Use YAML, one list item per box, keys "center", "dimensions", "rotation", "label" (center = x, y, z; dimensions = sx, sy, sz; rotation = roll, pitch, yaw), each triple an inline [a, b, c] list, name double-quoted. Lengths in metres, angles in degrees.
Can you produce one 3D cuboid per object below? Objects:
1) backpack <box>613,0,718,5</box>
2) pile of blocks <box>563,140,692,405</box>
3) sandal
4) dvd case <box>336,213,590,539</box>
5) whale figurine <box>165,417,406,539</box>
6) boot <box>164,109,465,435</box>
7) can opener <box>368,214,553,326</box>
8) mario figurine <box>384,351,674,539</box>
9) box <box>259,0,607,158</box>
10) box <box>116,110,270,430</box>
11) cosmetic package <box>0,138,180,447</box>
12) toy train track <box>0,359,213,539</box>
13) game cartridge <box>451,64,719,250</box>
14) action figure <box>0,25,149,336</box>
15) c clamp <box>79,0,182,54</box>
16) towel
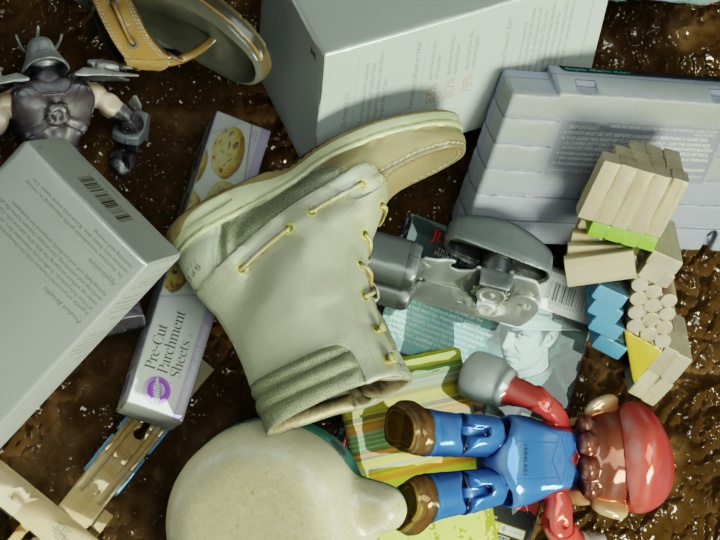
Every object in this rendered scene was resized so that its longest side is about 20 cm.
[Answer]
- center: [0.196, -0.275, 1.543]
  dimensions: [0.150, 0.177, 0.201]
  rotation: [-3, 84, -15]
  label: "backpack"
- center: [0.173, -0.006, 1.551]
  dimensions: [0.082, 0.062, 0.201]
  rotation: [-5, 126, 3]
  label: "pile of blocks"
- center: [-0.148, -0.159, 1.461]
  dimensions: [0.199, 0.082, 0.055]
  rotation: [27, 72, 2]
  label: "sandal"
- center: [0.067, 0.081, 1.556]
  dimensions: [0.145, 0.022, 0.201]
  rotation: [19, 81, -14]
  label: "dvd case"
- center: [-0.028, 0.181, 1.469]
  dimensions: [0.159, 0.104, 0.200]
  rotation: [-41, 90, 19]
  label: "whale figurine"
- center: [0.000, 0.000, 1.445]
  dimensions: [0.199, 0.072, 0.155]
  rotation: [-25, 72, -11]
  label: "boot"
- center: [0.024, -0.013, 1.523]
  dimensions: [0.199, 0.053, 0.067]
  rotation: [15, 57, -1]
  label: "can opener"
- center: [0.107, 0.127, 1.516]
  dimensions: [0.199, 0.106, 0.124]
  rotation: [2, 118, -23]
  label: "mario figurine"
- center: [0.044, -0.157, 1.502]
  dimensions: [0.199, 0.125, 0.098]
  rotation: [-17, 59, -17]
  label: "box"
- center: [-0.105, -0.001, 1.492]
  dimensions: [0.041, 0.039, 0.201]
  rotation: [20, 73, -11]
  label: "box"
- center: [-0.217, 0.028, 1.401]
  dimensions: [0.108, 0.085, 0.200]
  rotation: [46, 100, 4]
  label: "cosmetic package"
- center: [-0.163, 0.133, 1.483]
  dimensions: [0.115, 0.033, 0.200]
  rotation: [39, 70, -2]
  label: "toy train track"
- center: [0.170, -0.073, 1.548]
  dimensions: [0.199, 0.038, 0.130]
  rotation: [2, 127, -19]
  label: "game cartridge"
- center: [-0.189, -0.055, 1.474]
  dimensions: [0.129, 0.069, 0.201]
  rotation: [-9, 84, -9]
  label: "action figure"
- center: [-0.090, -0.215, 1.533]
  dimensions: [0.200, 0.027, 0.171]
  rotation: [-39, 95, -15]
  label: "c clamp"
- center: [0.042, 0.155, 1.525]
  dimensions: [0.086, 0.018, 0.201]
  rotation: [-11, 89, -13]
  label: "towel"
